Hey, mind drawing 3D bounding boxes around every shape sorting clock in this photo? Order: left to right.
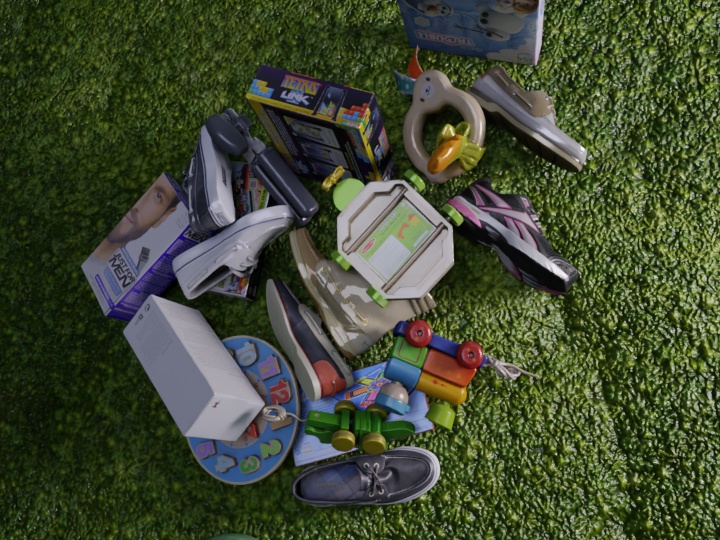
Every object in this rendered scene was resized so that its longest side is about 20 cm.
[{"bbox_3d":[-0.171,0.193,0.892,0.196,0.039,0.204,-5,77,21],"label":"shape sorting clock"}]

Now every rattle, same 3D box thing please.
[{"bbox_3d":[0.080,-0.222,0.879,0.129,0.142,0.203,-25,84,48],"label":"rattle"}]

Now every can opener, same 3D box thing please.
[{"bbox_3d":[-0.146,-0.144,0.920,0.201,0.053,0.067,51,52,2],"label":"can opener"}]

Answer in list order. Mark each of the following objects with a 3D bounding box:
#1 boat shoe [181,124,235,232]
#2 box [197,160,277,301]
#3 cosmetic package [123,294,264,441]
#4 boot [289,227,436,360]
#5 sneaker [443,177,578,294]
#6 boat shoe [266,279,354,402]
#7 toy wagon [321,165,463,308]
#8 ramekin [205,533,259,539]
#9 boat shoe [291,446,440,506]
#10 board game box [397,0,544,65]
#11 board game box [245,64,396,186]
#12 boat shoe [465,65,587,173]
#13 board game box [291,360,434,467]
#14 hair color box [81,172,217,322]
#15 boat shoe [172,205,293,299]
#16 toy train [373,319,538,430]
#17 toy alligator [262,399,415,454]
[{"bbox_3d":[-0.225,-0.134,0.921,0.067,0.072,0.202,-20,53,7],"label":"boat shoe"},{"bbox_3d":[-0.192,-0.063,0.971,0.108,0.035,0.204,8,79,16],"label":"box"},{"bbox_3d":[-0.227,0.130,0.862,0.072,0.101,0.200,-50,55,7],"label":"cosmetic package"},{"bbox_3d":[0.000,0.000,0.888,0.154,0.073,0.202,-31,73,5],"label":"boot"},{"bbox_3d":[0.211,-0.057,0.851,0.199,0.081,0.087,40,77,13],"label":"sneaker"},{"bbox_3d":[-0.077,0.089,0.889,0.062,0.072,0.201,-16,54,-23],"label":"boat shoe"},{"bbox_3d":[0.031,-0.057,0.837,0.200,0.040,0.155,44,90,14],"label":"toy wagon"},{"bbox_3d":[-0.183,0.449,0.812,0.196,0.098,0.204,-3,76,13],"label":"ramekin"},{"bbox_3d":[0.003,0.269,0.826,0.196,0.066,0.071,-8,76,12],"label":"boat shoe"},{"bbox_3d":[0.149,-0.361,0.872,0.197,0.199,0.044,14,82,17],"label":"board game box"},{"bbox_3d":[-0.046,-0.183,0.876,0.163,0.200,0.057,20,76,17],"label":"board game box"},{"bbox_3d":[0.235,-0.214,0.881,0.199,0.075,0.069,41,94,20],"label":"boat shoe"},{"bbox_3d":[-0.007,0.191,0.872,0.197,0.019,0.105,-17,75,9],"label":"board game box"},{"bbox_3d":[-0.318,-0.032,0.958,0.200,0.065,0.110,-45,61,8],"label":"hair color box"},{"bbox_3d":[-0.173,-0.023,0.907,0.198,0.073,0.066,-28,75,17],"label":"boat shoe"},{"bbox_3d":[0.121,0.150,0.813,0.197,0.085,0.117,23,79,1],"label":"toy train"},{"bbox_3d":[-0.029,0.207,0.826,0.196,0.055,0.060,6,39,-1],"label":"toy alligator"}]
